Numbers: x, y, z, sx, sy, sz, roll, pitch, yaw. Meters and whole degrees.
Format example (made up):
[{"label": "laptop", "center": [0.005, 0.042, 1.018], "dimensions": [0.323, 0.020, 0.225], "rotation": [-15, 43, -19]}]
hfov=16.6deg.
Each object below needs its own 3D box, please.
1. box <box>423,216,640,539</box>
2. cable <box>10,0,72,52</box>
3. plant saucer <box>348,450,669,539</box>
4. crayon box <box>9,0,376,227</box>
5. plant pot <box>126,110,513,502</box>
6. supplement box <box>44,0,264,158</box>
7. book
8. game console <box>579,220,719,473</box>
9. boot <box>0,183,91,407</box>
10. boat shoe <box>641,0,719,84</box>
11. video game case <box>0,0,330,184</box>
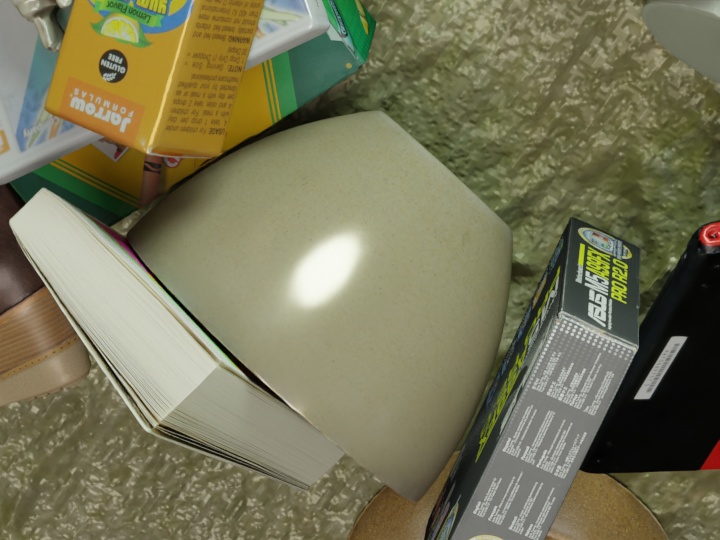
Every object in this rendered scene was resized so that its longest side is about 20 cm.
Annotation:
[{"label": "box", "center": [0.084, 0.089, 1.265], "dimensions": [0.044, 0.160, 0.201], "rotation": [24, 110, 0]}, {"label": "cable", "center": [-0.174, -0.202, 1.156], "dimensions": [0.050, 0.097, 0.201], "rotation": [-27, 83, -18]}, {"label": "plant saucer", "center": [0.085, 0.194, 1.416], "dimensions": [0.198, 0.036, 0.202], "rotation": [4, 120, 7]}, {"label": "crayon box", "center": [-0.106, -0.112, 1.257], "dimensions": [0.199, 0.058, 0.119], "rotation": [-31, 110, 22]}, {"label": "plant pot", "center": [0.000, 0.000, 1.246], "dimensions": [0.200, 0.200, 0.135], "rotation": [42, 92, -15]}, {"label": "supplement box", "center": [-0.077, -0.154, 1.123], "dimensions": [0.066, 0.069, 0.202], "rotation": [21, 103, 23]}, {"label": "book", "center": [-0.088, 0.035, 1.240], "dimensions": [0.048, 0.200, 0.134], "rotation": [-43, 67, 5]}, {"label": "game console", "center": [0.212, 0.038, 1.248], "dimensions": [0.175, 0.031, 0.201], "rotation": [0, 142, -19]}, {"label": "boot", "center": [-0.255, 0.009, 1.356], "dimensions": [0.199, 0.072, 0.167], "rotation": [-20, 103, 20]}, {"label": "boat shoe", "center": [0.225, -0.123, 1.173], "dimensions": [0.200, 0.072, 0.070], "rotation": [14, 153, 47]}, {"label": "video game case", "center": [-0.130, -0.162, 1.194], "dimensions": [0.199, 0.022, 0.184], "rotation": [-23, 83, 23]}]
